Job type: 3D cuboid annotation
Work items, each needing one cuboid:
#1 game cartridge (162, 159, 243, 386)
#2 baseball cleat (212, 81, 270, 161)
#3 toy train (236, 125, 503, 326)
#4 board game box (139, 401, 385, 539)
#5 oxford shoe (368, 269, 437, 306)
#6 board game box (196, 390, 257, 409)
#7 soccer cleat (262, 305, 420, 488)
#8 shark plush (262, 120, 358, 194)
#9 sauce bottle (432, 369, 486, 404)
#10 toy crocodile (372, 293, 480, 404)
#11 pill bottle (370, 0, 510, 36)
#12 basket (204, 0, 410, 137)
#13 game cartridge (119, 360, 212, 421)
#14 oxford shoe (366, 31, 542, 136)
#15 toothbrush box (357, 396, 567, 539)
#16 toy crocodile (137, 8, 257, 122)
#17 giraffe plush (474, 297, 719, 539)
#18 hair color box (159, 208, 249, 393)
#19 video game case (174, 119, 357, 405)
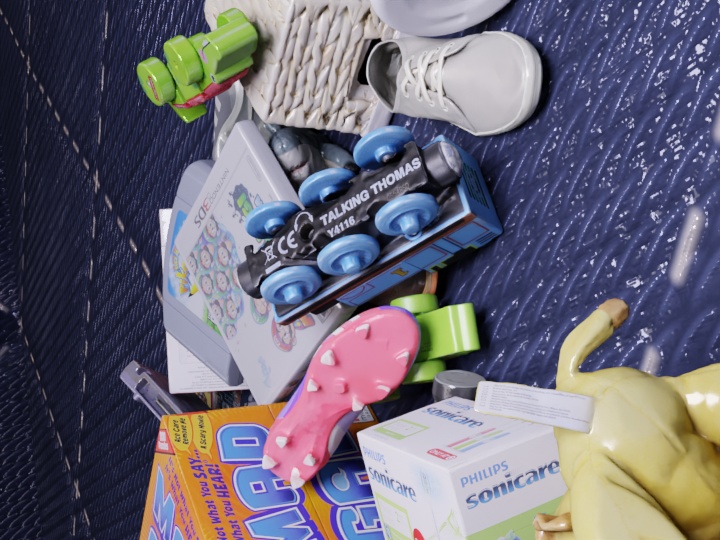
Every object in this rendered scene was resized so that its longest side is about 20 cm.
[{"bbox_3d":[-0.147,-0.001,1.088,0.133,0.040,0.202,35,123,42],"label":"game cartridge"},{"bbox_3d":[-0.132,-0.177,1.205,0.106,0.069,0.202,176,100,-70],"label":"baseball cleat"},{"bbox_3d":[0.003,-0.028,0.807,0.199,0.114,0.087,-31,59,24],"label":"toy train"},{"bbox_3d":[-0.070,0.258,0.958,0.200,0.198,0.201,58,142,45],"label":"board game box"},{"bbox_3d":[0.000,0.000,0.930,0.200,0.072,0.072,-1,92,64],"label":"oxford shoe"},{"bbox_3d":[-0.170,0.136,1.333,0.200,0.034,0.136,53,138,49],"label":"board game box"},{"bbox_3d":[-0.015,0.091,0.863,0.201,0.066,0.077,-55,3,31],"label":"soccer cleat"},{"bbox_3d":[-0.064,-0.134,1.043,0.090,0.083,0.201,-32,33,18],"label":"shark plush"},{"bbox_3d":[0.067,0.177,0.822,0.065,0.064,0.202,25,117,61],"label":"sauce bottle"},{"bbox_3d":[0.038,0.065,0.887,0.200,0.061,0.068,-32,65,56],"label":"toy crocodile"},{"bbox_3d":[0.039,-0.280,0.771,0.120,0.119,0.201,-54,46,51],"label":"pill bottle"},{"bbox_3d":[-0.049,-0.225,0.951,0.201,0.122,0.136,61,144,42],"label":"basket"},{"bbox_3d":[-0.169,0.184,1.191,0.200,0.038,0.130,40,175,31],"label":"game cartridge"},{"bbox_3d":[0.064,-0.141,0.807,0.200,0.057,0.076,24,112,59],"label":"oxford shoe"},{"bbox_3d":[0.083,0.197,0.712,0.145,0.085,0.202,4,109,68],"label":"toothbrush box"},{"bbox_3d":[-0.132,-0.168,0.912,0.062,0.067,0.200,61,155,-10],"label":"toy crocodile"},{"bbox_3d":[0.154,0.133,0.560,0.199,0.173,0.163,22,148,21],"label":"giraffe plush"},{"bbox_3d":[-0.156,0.030,1.198,0.064,0.110,0.202,8,-101,-85],"label":"hair color box"},{"bbox_3d":[-0.092,0.000,0.976,0.201,0.024,0.182,59,139,20],"label":"video game case"}]
